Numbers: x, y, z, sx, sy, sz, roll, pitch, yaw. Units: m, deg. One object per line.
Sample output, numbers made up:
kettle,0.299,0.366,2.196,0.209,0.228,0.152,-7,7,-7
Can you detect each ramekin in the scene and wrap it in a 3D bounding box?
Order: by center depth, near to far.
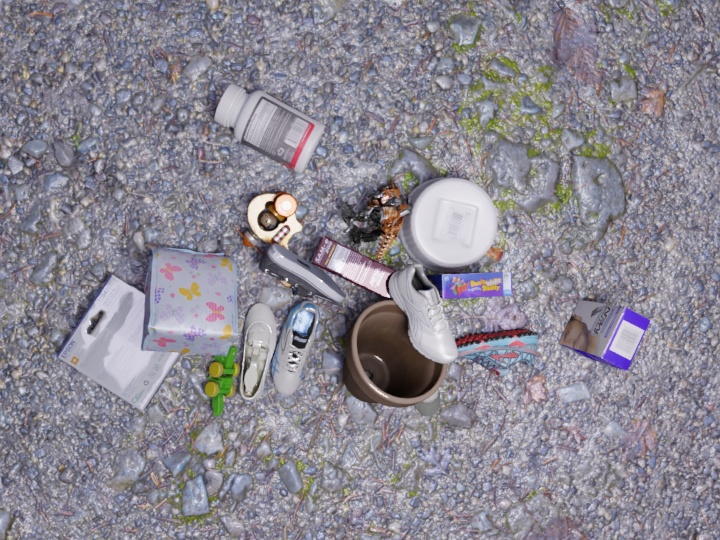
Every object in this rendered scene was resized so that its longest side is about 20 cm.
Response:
ramekin,0.182,-0.096,1.315,0.199,0.098,0.202,0,91,-6

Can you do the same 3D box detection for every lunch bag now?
lunch bag,-0.326,0.054,1.232,0.168,0.127,0.201,6,58,-24

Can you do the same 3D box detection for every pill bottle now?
pill bottle,-0.180,-0.285,1.266,0.199,0.111,0.111,28,88,-6

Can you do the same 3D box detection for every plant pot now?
plant pot,0.046,0.183,1.252,0.199,0.175,0.202,10,60,-18

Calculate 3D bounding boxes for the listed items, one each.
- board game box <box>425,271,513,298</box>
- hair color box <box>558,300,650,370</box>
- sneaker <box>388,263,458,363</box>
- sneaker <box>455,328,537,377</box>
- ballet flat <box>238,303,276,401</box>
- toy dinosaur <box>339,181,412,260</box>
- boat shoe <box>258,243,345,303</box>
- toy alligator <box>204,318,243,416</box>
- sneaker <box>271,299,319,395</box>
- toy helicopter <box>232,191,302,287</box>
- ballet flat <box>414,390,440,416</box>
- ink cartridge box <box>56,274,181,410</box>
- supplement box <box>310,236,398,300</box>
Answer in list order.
board game box,0.203,0.028,1.268,0.133,0.200,0.045,-2,90,-7
hair color box,0.488,0.126,1.300,0.065,0.200,0.110,27,88,-4
sneaker,0.121,0.079,1.181,0.074,0.087,0.201,-23,76,-29
sneaker,0.279,0.180,1.340,0.198,0.079,0.096,-5,93,-6
ballet flat,-0.209,0.168,1.293,0.069,0.069,0.202,9,90,-6
toy dinosaur,0.036,-0.104,1.270,0.135,0.200,0.103,-10,114,15
boat shoe,-0.118,0.022,1.278,0.200,0.070,0.066,33,106,-37
toy alligator,-0.280,0.190,1.294,0.054,0.059,0.202,11,88,35
sneaker,-0.133,0.157,1.298,0.071,0.072,0.201,15,91,-8
toy helicopter,-0.175,-0.056,1.291,0.131,0.079,0.201,-20,105,-12
ballet flat,0.123,0.212,1.330,0.067,0.064,0.201,-15,93,-7
ink cartridge box,-0.459,0.142,1.277,0.199,0.043,0.197,34,86,-3
supplement box,0.000,0.000,1.291,0.199,0.109,0.061,26,89,-5
